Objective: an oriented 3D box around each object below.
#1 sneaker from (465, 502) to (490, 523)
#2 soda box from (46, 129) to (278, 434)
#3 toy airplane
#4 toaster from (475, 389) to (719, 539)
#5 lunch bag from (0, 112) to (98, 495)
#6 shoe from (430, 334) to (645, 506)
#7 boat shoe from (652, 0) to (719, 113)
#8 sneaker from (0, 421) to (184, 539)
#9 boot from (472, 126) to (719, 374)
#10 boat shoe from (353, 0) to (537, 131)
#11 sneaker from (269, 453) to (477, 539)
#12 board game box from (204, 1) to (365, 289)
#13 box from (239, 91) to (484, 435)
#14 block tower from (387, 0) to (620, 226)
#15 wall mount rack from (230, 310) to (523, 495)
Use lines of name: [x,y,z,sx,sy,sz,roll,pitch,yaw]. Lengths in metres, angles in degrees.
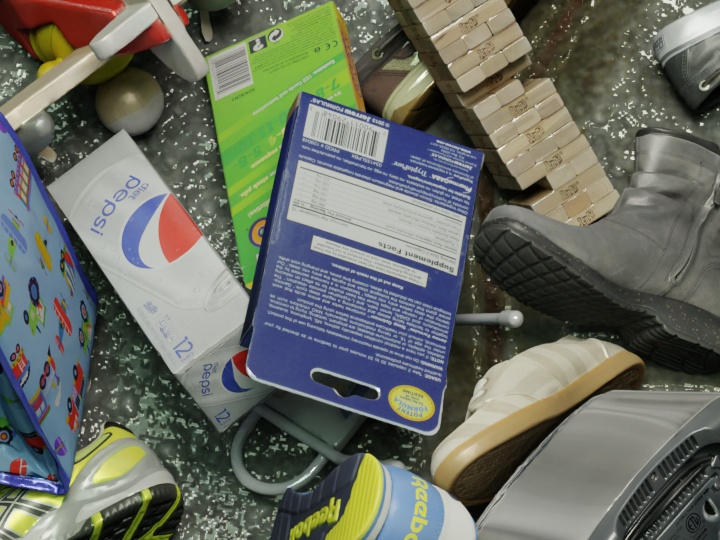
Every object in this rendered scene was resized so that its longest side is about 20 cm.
sneaker: [0.051,0.197,1.612,0.077,0.082,0.201,15,70,10]
soda box: [-0.115,0.004,1.670,0.063,0.068,0.200,-36,46,-2]
toy airplane: [-0.154,-0.144,1.736,0.199,0.142,0.200,-14,35,13]
toaster: [0.149,0.152,1.554,0.200,0.129,0.114,-46,116,-22]
lunch bag: [-0.215,0.010,1.605,0.093,0.201,0.151,1,49,4]
shoe: [0.095,0.083,1.625,0.053,0.070,0.200,40,34,20]
boat shoe: [0.285,-0.160,1.754,0.199,0.069,0.057,-23,76,1]
sneaker: [-0.207,0.162,1.660,0.199,0.076,0.077,-24,53,-12]
boot: [0.159,-0.030,1.673,0.199,0.070,0.132,27,67,-30]
boat shoe: [0.070,-0.177,1.768,0.065,0.073,0.200,38,75,12]
sneaker: [-0.002,0.161,1.585,0.082,0.200,0.074,16,72,-19]
board game box: [-0.040,-0.074,1.717,0.095,0.030,0.201,-23,47,12]
box: [0.000,0.000,1.600,0.120,0.032,0.201,18,55,-11]
block tower: [0.083,-0.114,1.706,0.058,0.054,0.201,-32,100,-10]
wall mount rack: [0.004,0.054,1.664,0.173,0.075,0.200,29,72,32]
